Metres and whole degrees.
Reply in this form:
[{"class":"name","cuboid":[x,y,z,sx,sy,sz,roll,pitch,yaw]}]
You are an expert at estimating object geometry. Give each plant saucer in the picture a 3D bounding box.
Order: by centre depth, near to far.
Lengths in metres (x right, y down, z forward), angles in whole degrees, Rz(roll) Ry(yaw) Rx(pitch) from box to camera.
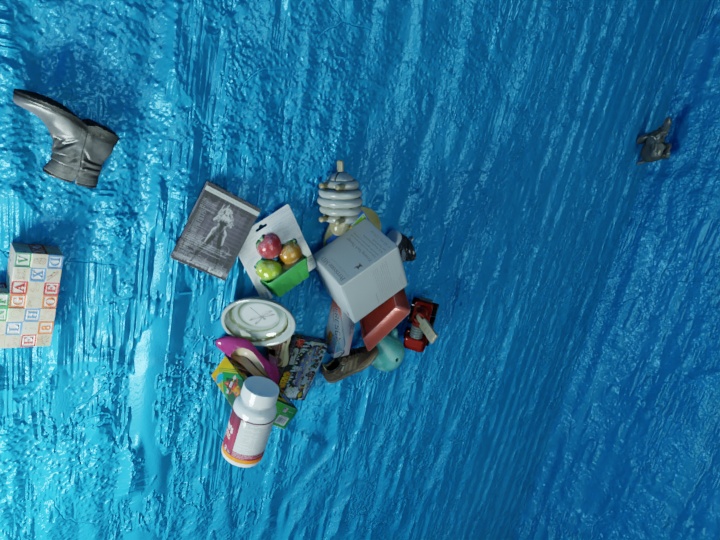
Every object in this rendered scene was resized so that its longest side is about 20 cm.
[{"class":"plant saucer","cuboid":[-0.270,0.125,1.472,0.196,0.051,0.202,-1,137,-1]},{"class":"plant saucer","cuboid":[0.055,0.105,1.658,0.036,0.202,0.200,24,124,-31]}]

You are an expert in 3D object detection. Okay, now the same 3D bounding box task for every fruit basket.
[{"class":"fruit basket","cuboid":[-0.226,-0.044,1.459,0.184,0.093,0.202,-36,116,-21]}]

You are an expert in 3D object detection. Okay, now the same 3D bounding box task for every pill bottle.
[{"class":"pill bottle","cuboid":[-0.270,0.373,1.367,0.108,0.109,0.203,3,112,-42]}]

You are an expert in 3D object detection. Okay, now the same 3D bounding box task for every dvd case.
[{"class":"dvd case","cuboid":[-0.349,-0.093,1.335,0.147,0.016,0.202,26,94,-33]}]

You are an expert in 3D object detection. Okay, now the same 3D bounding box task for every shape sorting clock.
[{"class":"shape sorting clock","cuboid":[-0.024,-0.097,1.629,0.198,0.039,0.203,-22,134,-25]}]

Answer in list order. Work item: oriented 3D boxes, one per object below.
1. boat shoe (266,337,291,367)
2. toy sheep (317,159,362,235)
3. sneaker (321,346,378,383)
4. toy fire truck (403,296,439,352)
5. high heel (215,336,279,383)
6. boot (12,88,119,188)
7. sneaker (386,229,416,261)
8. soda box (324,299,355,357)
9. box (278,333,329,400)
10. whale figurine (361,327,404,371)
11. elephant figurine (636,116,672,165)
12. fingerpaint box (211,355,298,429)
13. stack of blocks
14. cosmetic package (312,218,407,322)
[{"class":"boat shoe","cuboid":[-0.245,0.197,1.566,0.071,0.072,0.203,-18,129,-35]},{"class":"toy sheep","cuboid":[-0.056,-0.194,1.488,0.136,0.137,0.204,-9,112,-38]},{"class":"sneaker","cuboid":[-0.035,0.289,1.774,0.198,0.071,0.076,-32,126,-4]},{"class":"toy fire truck","cuboid":[0.207,0.205,1.870,0.200,0.127,0.179,-42,146,-67]},{"class":"high heel","cuboid":[-0.302,0.248,1.490,0.198,0.097,0.068,26,121,-27]},{"class":"boot","cuboid":[-0.572,-0.241,1.044,0.199,0.070,0.133,27,98,-42]},{"class":"sneaker","cuboid":[0.116,-0.024,1.768,0.113,0.075,0.203,8,104,-41]},{"class":"soda box","cuboid":[-0.060,0.166,1.719,0.068,0.063,0.203,-5,114,-40]},{"class":"box","cuboid":[-0.191,0.297,1.686,0.136,0.040,0.203,16,100,-44]},{"class":"whale figurine","cuboid":[0.079,0.260,1.865,0.159,0.103,0.201,-44,132,-14]},{"class":"elephant figurine","cuboid":[1.359,-0.596,2.557,0.199,0.140,0.158,27,79,-52]},{"class":"fingerpaint box","cuboid":[-0.290,0.337,1.526,0.074,0.166,0.200,-52,135,-1]},{"class":"stack of blocks","cuboid":[-0.676,0.051,1.105,0.114,0.058,0.203,4,109,-43]},{"class":"cosmetic package","cuboid":[0.000,0.000,1.568,0.199,0.167,0.168,-35,138,-14]}]
